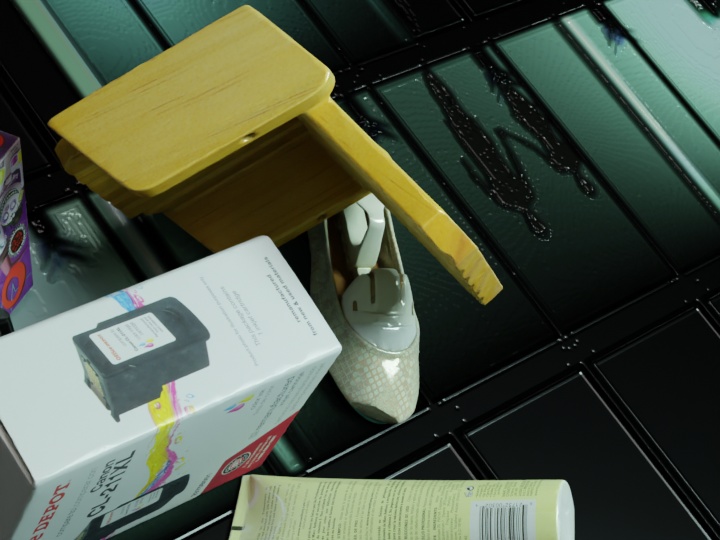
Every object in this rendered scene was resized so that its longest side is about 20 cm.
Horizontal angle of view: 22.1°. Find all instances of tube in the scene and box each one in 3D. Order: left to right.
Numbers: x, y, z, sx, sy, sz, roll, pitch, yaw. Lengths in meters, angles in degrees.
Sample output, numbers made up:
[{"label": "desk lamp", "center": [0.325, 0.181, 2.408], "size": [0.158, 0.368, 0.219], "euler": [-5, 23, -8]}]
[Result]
[{"label": "tube", "center": [0.020, 0.145, 1.043], "size": [0.199, 0.052, 0.058], "euler": [-3, 7, 15]}]

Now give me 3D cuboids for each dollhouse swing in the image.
[{"label": "dollhouse swing", "center": [-0.043, -0.027, 1.064], "size": [0.181, 0.200, 0.176], "euler": [-30, 75, 4]}]

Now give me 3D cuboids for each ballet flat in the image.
[{"label": "ballet flat", "center": [0.000, 0.000, 1.176], "size": [0.067, 0.062, 0.201], "euler": [0, 56, -25]}]

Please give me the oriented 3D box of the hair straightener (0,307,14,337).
[{"label": "hair straightener", "center": [-0.209, 0.017, 0.960], "size": [0.041, 0.200, 0.077], "euler": [-24, 72, -6]}]

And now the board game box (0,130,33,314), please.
[{"label": "board game box", "center": [-0.242, 0.027, 1.004], "size": [0.032, 0.120, 0.200], "euler": [22, 48, 11]}]

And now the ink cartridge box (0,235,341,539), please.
[{"label": "ink cartridge box", "center": [-0.130, 0.080, 1.000], "size": [0.199, 0.146, 0.083], "euler": [-23, 70, -35]}]
